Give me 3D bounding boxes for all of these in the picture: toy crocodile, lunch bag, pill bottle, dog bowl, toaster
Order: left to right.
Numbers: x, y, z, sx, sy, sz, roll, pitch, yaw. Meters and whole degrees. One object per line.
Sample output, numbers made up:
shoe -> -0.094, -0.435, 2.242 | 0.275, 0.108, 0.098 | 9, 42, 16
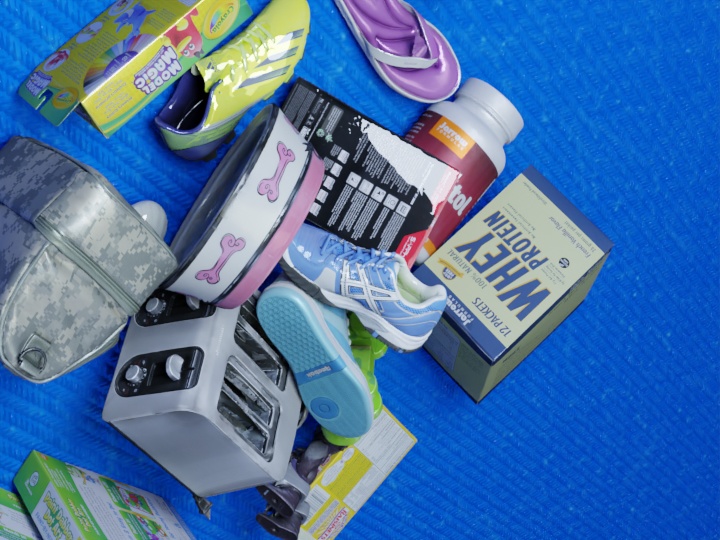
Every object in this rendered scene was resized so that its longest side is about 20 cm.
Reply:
lunch bag -> -0.282, -0.006, 0.953 | 0.168, 0.199, 0.140 | -49, 132, -13
toaster -> -0.151, 0.120, 1.117 | 0.201, 0.117, 0.183 | 52, 36, -40
dog bowl -> -0.108, -0.053, 1.022 | 0.073, 0.200, 0.202 | 33, 91, -16
toy crocodile -> -0.004, 0.104, 1.251 | 0.068, 0.061, 0.203 | 75, 19, -60
pill bottle -> 0.090, -0.114, 1.233 | 0.201, 0.113, 0.113 | -51, 131, -6

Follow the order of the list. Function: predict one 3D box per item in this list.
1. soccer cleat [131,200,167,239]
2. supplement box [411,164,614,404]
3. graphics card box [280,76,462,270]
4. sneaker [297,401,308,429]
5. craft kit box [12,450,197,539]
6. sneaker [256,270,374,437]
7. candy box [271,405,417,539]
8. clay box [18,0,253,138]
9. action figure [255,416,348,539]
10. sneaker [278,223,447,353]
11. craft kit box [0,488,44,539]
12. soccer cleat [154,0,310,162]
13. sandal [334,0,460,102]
soccer cleat -> -0.252, 0.020, 1.065 | 0.201, 0.077, 0.069 | -49, 131, -7
supplement box -> 0.168, 0.022, 1.287 | 0.200, 0.134, 0.200 | -42, 165, -13
graphics card box -> -0.009, -0.097, 1.138 | 0.198, 0.051, 0.127 | 29, 95, -5
sneaker -> -0.074, 0.132, 1.259 | 0.071, 0.072, 0.202 | 27, 93, -39
craft kit box -> -0.239, 0.281, 1.122 | 0.049, 0.200, 0.197 | -53, 131, 0
sneaker -> -0.028, 0.069, 1.166 | 0.202, 0.078, 0.131 | 64, 28, -25
candy box -> -0.020, 0.265, 1.395 | 0.200, 0.026, 0.102 | -48, 135, -7
clay box -> -0.203, -0.196, 0.971 | 0.200, 0.115, 0.048 | -43, 131, -10
action figure -> -0.053, 0.214, 1.278 | 0.200, 0.069, 0.131 | -53, 169, -47
sneaker -> 0.000, 0.000, 1.099 | 0.198, 0.076, 0.077 | 31, 127, -15
craft kit box -> -0.302, 0.301, 1.078 | 0.049, 0.197, 0.200 | -49, 131, 0
soccer cleat -> -0.122, -0.195, 1.060 | 0.201, 0.065, 0.084 | -51, 148, -1
sandal -> 0.039, -0.248, 1.152 | 0.202, 0.050, 0.083 | 41, 87, -30
